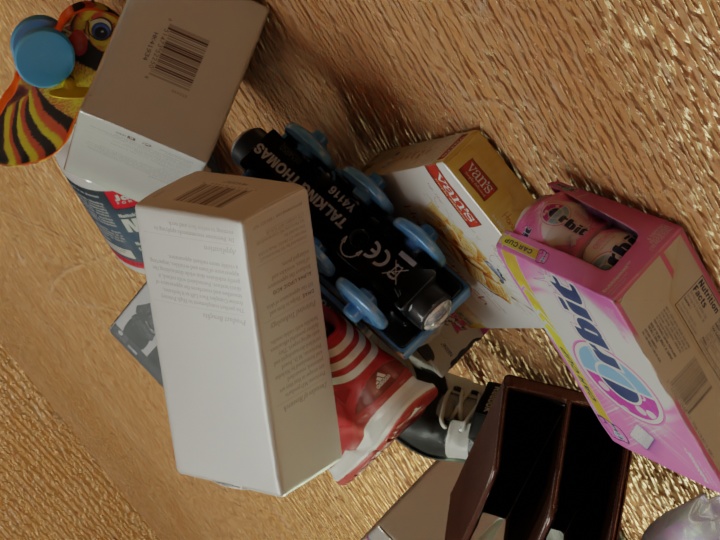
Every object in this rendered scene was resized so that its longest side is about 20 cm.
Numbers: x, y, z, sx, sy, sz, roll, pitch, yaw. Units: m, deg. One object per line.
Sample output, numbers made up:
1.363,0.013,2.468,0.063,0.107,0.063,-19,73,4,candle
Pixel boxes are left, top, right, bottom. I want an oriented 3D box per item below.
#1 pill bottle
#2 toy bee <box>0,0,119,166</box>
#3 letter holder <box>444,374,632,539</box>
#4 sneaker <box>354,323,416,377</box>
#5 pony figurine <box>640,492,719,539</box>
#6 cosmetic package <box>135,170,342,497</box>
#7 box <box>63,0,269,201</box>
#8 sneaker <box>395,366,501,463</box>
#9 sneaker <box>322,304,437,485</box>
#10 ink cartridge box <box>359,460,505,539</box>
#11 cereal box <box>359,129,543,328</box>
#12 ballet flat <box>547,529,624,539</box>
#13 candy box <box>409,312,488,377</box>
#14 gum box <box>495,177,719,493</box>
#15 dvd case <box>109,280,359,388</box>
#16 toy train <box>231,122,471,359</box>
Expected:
-0.190,-0.097,2.043,0.119,0.120,0.200,35,163,35,pill bottle
-0.219,-0.166,1.899,0.108,0.200,0.131,17,-146,-15,toy bee
0.122,0.193,1.772,0.100,0.143,0.200,13,148,-3,letter holder
-0.037,0.028,1.816,0.200,0.076,0.092,41,160,13,sneaker
0.223,0.264,1.732,0.193,0.200,0.167,-22,112,40,pony figurine
-0.080,0.042,1.633,0.101,0.074,0.201,11,118,38,cosmetic package
-0.144,-0.129,1.763,0.097,0.125,0.200,22,167,-6,box
0.108,0.116,1.864,0.199,0.074,0.089,23,151,-11,sneaker
-0.015,0.079,1.731,0.116,0.078,0.200,46,157,3,sneaker
0.091,0.236,2.168,0.125,0.129,0.200,44,165,4,ink cartridge box
0.077,-0.024,1.651,0.144,0.040,0.200,50,166,-10,cereal box
0.209,0.257,2.023,0.064,0.067,0.200,15,148,51,ballet flat
0.000,0.000,1.898,0.137,0.061,0.200,52,165,-25,candy box
0.173,0.039,1.499,0.113,0.066,0.200,25,156,50,gum box
-0.096,0.047,1.823,0.150,0.025,0.200,47,138,3,dvd case
-0.010,-0.021,1.679,0.200,0.087,0.114,41,172,20,toy train
